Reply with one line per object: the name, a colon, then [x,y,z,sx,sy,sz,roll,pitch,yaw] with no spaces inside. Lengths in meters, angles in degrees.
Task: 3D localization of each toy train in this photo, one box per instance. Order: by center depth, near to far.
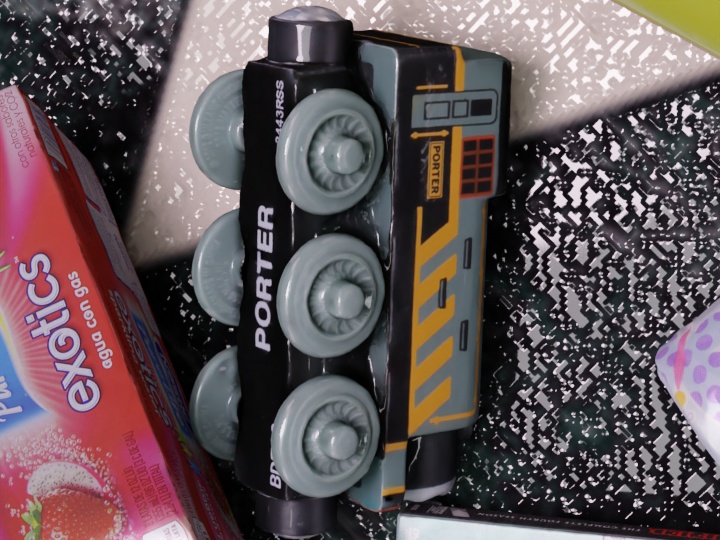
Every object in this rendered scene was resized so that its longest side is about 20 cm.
toy train: [0.000,0.000,0.958,0.085,0.114,0.200,16,108,53]

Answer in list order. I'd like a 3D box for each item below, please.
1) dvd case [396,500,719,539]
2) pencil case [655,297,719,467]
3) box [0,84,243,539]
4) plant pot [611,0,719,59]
dvd case: [0.108,0.169,0.971,0.200,0.022,0.146,5,97,17]
pencil case: [0.203,0.005,0.917,0.200,0.083,0.091,-39,122,15]
box: [-0.123,0.046,0.967,0.095,0.100,0.200,-25,72,4]
plant pot: [0.167,-0.159,0.853,0.199,0.200,0.182,30,109,10]
